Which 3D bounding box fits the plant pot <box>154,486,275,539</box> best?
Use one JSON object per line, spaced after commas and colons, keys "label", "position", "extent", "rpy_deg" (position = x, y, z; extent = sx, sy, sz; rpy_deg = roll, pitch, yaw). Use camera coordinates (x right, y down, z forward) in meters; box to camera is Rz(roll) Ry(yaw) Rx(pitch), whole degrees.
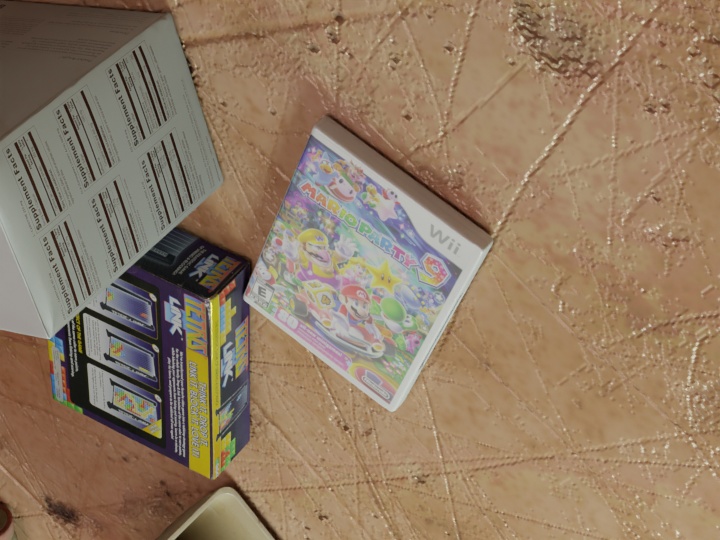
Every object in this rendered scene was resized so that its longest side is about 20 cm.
{"label": "plant pot", "position": [-0.155, 0.327, 1.651], "extent": [0.200, 0.200, 0.177], "rpy_deg": [52, 151, -10]}

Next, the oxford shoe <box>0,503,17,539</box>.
{"label": "oxford shoe", "position": [-0.418, 0.251, 1.892], "extent": [0.200, 0.071, 0.074], "rpy_deg": [17, 136, 29]}

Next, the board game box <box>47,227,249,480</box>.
{"label": "board game box", "position": [-0.167, 0.048, 1.513], "extent": [0.165, 0.057, 0.200], "rpy_deg": [24, 136, 20]}

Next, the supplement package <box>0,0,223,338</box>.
{"label": "supplement package", "position": [-0.242, -0.077, 1.354], "extent": [0.191, 0.200, 0.147], "rpy_deg": [9, 129, 36]}

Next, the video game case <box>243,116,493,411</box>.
{"label": "video game case", "position": [0.000, 0.000, 1.358], "extent": [0.143, 0.018, 0.200], "rpy_deg": [37, 140, 10]}
